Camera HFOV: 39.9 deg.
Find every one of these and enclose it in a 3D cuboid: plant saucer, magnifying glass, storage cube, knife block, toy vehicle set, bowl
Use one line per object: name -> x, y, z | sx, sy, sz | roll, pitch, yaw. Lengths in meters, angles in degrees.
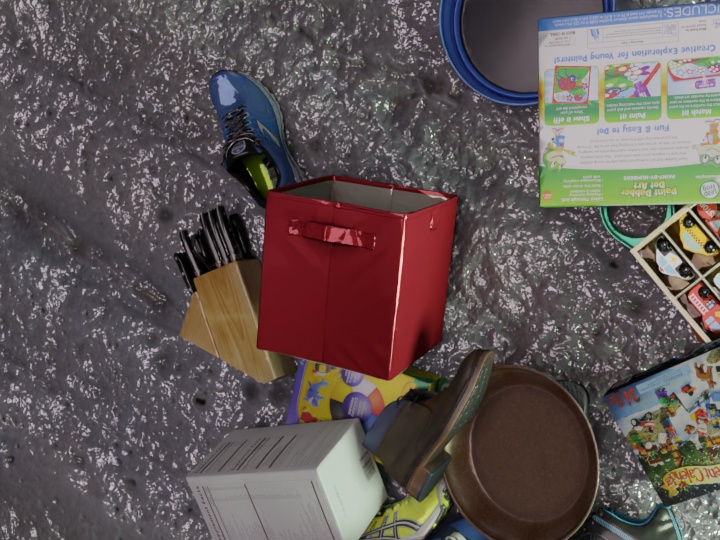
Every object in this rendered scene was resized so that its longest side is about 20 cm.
plant saucer -> 0.178, 0.204, 1.096 | 0.198, 0.036, 0.204 | 2, 94, 38
magnifying glass -> 0.326, -0.018, 1.069 | 0.079, 0.022, 0.202 | -30, 83, 17
storage cube -> 0.000, 0.000, 1.120 | 0.169, 0.200, 0.183 | 11, 104, 21
knife block -> -0.150, 0.023, 1.252 | 0.198, 0.064, 0.178 | 26, 103, 20
toy vehicle set -> 0.392, 0.017, 1.027 | 0.124, 0.026, 0.201 | -40, 80, 11
bowl -> 0.186, -0.285, 1.105 | 0.198, 0.039, 0.204 | 2, 94, 23

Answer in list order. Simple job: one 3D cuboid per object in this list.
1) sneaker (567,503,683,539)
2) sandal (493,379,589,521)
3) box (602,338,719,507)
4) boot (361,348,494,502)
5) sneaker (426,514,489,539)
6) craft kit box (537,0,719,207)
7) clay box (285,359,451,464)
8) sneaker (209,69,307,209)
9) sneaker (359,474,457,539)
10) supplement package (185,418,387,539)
sneaker -> 0.256, 0.302, 1.097 | 0.197, 0.073, 0.083 | -7, 87, 13
sandal -> 0.202, 0.211, 1.129 | 0.076, 0.043, 0.202 | 30, 109, 28
box -> 0.368, 0.148, 1.015 | 0.199, 0.038, 0.138 | -33, 86, 38
boot -> 0.071, 0.154, 1.103 | 0.096, 0.074, 0.202 | 33, 113, 21
sneaker -> 0.091, 0.338, 1.081 | 0.199, 0.147, 0.081 | -38, 81, -16
craft kit box -> 0.284, -0.167, 1.025 | 0.197, 0.048, 0.201 | 1, 90, 23
clay box -> 0.014, 0.164, 1.199 | 0.198, 0.047, 0.117 | 17, 100, 22
sneaker -> -0.133, -0.161, 1.221 | 0.078, 0.089, 0.202 | -32, 80, 20
sneaker -> 0.038, 0.308, 1.183 | 0.076, 0.075, 0.200 | 46, 107, 14
supplement package -> -0.088, 0.258, 1.184 | 0.198, 0.109, 0.115 | -10, 108, 32
